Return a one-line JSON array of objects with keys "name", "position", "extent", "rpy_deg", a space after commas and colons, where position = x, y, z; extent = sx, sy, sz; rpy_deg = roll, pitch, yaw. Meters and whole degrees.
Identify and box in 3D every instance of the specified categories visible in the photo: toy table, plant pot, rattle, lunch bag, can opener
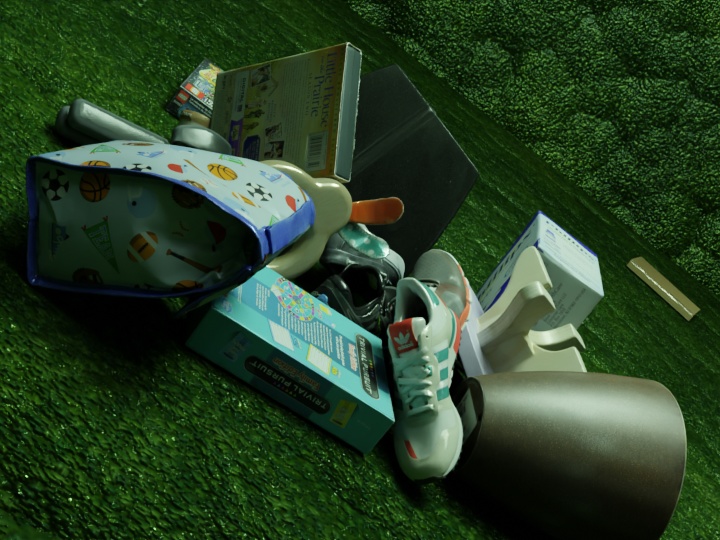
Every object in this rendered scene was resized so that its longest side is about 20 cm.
[{"name": "toy table", "position": [0.178, 0.079, 1.284], "extent": [0.183, 0.116, 0.203], "rpy_deg": [29, 38, -66]}, {"name": "plant pot", "position": [0.033, -0.143, 1.482], "extent": [0.200, 0.177, 0.200], "rpy_deg": [45, 9, -39]}, {"name": "rattle", "position": [-0.072, -0.059, 1.201], "extent": [0.197, 0.133, 0.142], "rpy_deg": [-13, 4, -22]}, {"name": "plant pot", "position": [0.186, 0.176, 1.135], "extent": [0.197, 0.189, 0.188], "rpy_deg": [17, 24, -17]}, {"name": "lunch bag", "position": [-0.148, -0.038, 0.938], "extent": [0.196, 0.126, 0.170], "rpy_deg": [5, 14, 11]}, {"name": "can opener", "position": [-0.227, -0.136, 1.211], "extent": [0.198, 0.052, 0.068], "rpy_deg": [19, 65, -40]}]

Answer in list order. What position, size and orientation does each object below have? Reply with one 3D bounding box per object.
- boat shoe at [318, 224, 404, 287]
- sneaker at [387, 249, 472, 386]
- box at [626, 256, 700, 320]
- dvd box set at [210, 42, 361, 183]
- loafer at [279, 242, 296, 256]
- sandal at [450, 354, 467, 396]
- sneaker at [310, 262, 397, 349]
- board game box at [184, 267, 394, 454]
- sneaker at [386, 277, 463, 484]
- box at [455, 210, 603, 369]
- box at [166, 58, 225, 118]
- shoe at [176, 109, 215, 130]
[{"name": "boat shoe", "position": [0.000, 0.000, 1.333], "extent": [0.070, 0.069, 0.200], "rpy_deg": [0, -18, 18]}, {"name": "sneaker", "position": [0.068, 0.044, 1.216], "extent": [0.082, 0.076, 0.202], "rpy_deg": [53, 32, -39]}, {"name": "box", "position": [0.747, 0.042, 2.811], "extent": [0.200, 0.021, 0.163], "rpy_deg": [44, 18, 15]}, {"name": "dvd box set", "position": [-0.088, -0.160, 1.250], "extent": [0.197, 0.149, 0.029], "rpy_deg": [-5, -15, 38]}, {"name": "loafer", "position": [-0.086, -0.057, 1.317], "extent": [0.201, 0.074, 0.071], "rpy_deg": [-89, 155, -69]}, {"name": "sandal", "position": [0.097, 0.124, 1.251], "extent": [0.075, 0.048, 0.201], "rpy_deg": [33, 19, -18]}, {"name": "sneaker", "position": [0.008, 0.037, 1.227], "extent": [0.071, 0.083, 0.199], "rpy_deg": [45, 18, 21]}, {"name": "board game box", "position": [-0.065, 0.067, 1.064], "extent": [0.198, 0.047, 0.152], "rpy_deg": [34, 19, -17]}, {"name": "sneaker", "position": [0.050, 0.098, 1.072], "extent": [0.094, 0.069, 0.202], "rpy_deg": [51, 35, -42]}, {"name": "box", "position": [0.213, 0.045, 1.456], "extent": [0.104, 0.185, 0.200], "rpy_deg": [36, 17, -1]}, {"name": "box", "position": [-0.179, -0.213, 1.539], "extent": [0.136, 0.038, 0.201], "rpy_deg": [36, 18, -11]}, {"name": "shoe", "position": [-0.153, -0.131, 1.381], "extent": [0.069, 0.054, 0.199], "rpy_deg": [8, -13, 39]}]
